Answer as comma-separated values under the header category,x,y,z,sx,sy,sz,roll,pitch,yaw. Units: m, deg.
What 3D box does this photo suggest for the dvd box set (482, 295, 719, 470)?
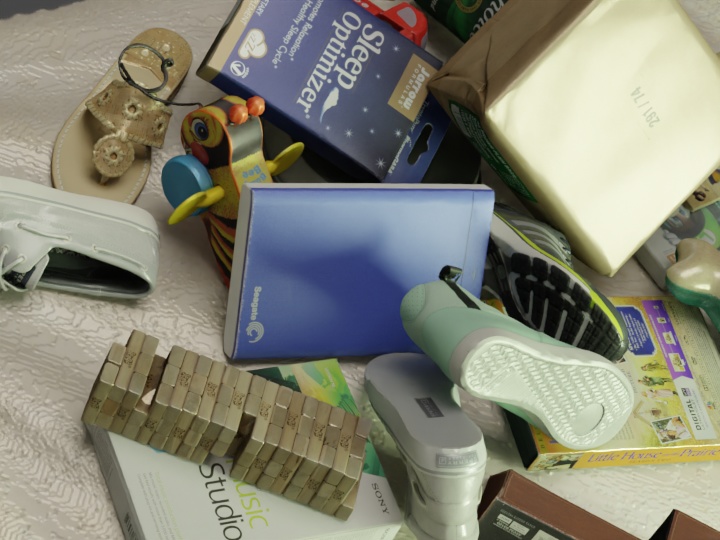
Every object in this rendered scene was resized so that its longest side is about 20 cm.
category,x,y,z,sx,sy,sz,roll,pitch,yaw
dvd box set,0.199,0.087,1.788,0.199,0.029,0.147,-1,54,-26

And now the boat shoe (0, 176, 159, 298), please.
category,x,y,z,sx,sy,sz,roll,pitch,yaw
boat shoe,-0.242,-0.016,1.651,0.199,0.072,0.069,12,48,-27

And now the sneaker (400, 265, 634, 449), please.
category,x,y,z,sx,sy,sz,roll,pitch,yaw
sneaker,0.116,0.061,1.687,0.200,0.074,0.118,27,12,-42

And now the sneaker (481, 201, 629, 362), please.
category,x,y,z,sx,sy,sz,roll,pitch,yaw
sneaker,0.143,0.001,1.762,0.081,0.074,0.200,-12,44,-42

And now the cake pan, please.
category,x,y,z,sx,sy,sz,roll,pitch,yaw
cake pan,0.012,-0.104,1.851,0.200,0.037,0.201,12,50,-15

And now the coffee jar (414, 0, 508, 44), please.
category,x,y,z,sx,sy,sz,roll,pitch,yaw
coffee jar,0.134,-0.213,1.931,0.200,0.104,0.085,49,22,26

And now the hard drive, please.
category,x,y,z,sx,sy,sz,roll,pitch,yaw
hard drive,0.000,0.000,1.707,0.199,0.132,0.025,-1,19,-25

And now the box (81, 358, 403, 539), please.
category,x,y,z,sx,sy,sz,roll,pitch,yaw
box,-0.083,0.141,1.614,0.199,0.036,0.145,-6,57,-30

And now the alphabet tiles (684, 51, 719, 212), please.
category,x,y,z,sx,sy,sz,roll,pitch,yaw
alphabet tiles,0.329,-0.118,1.997,0.200,0.008,0.167,-22,65,-35

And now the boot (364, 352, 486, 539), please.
category,x,y,z,sx,sy,sz,roll,pitch,yaw
boot,0.044,0.135,1.653,0.073,0.096,0.200,-1,20,-8

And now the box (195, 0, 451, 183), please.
category,x,y,z,sx,sy,sz,roll,pitch,yaw
box,-0.017,-0.149,1.779,0.200,0.032,0.121,33,65,-14

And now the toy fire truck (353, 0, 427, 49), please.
category,x,y,z,sx,sy,sz,roll,pitch,yaw
toy fire truck,-0.013,-0.241,1.908,0.200,0.049,0.141,34,38,17

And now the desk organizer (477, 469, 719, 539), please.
category,x,y,z,sx,sy,sz,roll,pitch,yaw
desk organizer,0.182,0.205,1.660,0.200,0.072,0.077,28,45,-3

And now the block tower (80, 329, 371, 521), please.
category,x,y,z,sx,sy,sz,roll,pitch,yaw
block tower,-0.088,0.106,1.579,0.200,0.058,0.054,22,49,-8

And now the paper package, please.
category,x,y,z,sx,sy,sz,roll,pitch,yaw
paper package,0.188,-0.132,1.807,0.191,0.103,0.200,-46,121,-8

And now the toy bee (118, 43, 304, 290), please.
category,x,y,z,sx,sy,sz,roll,pitch,yaw
toy bee,-0.104,-0.081,1.688,0.200,0.109,0.131,47,55,-17

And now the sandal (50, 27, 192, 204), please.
category,x,y,z,sx,sy,sz,roll,pitch,yaw
sandal,-0.179,-0.132,1.763,0.077,0.070,0.212,25,48,-4

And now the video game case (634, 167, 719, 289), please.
category,x,y,z,sx,sy,sz,roll,pitch,yaw
video game case,0.281,-0.085,1.968,0.200,0.023,0.182,-21,65,-35

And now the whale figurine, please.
category,x,y,z,sx,sy,sz,roll,pitch,yaw
whale figurine,0.334,0.049,1.835,0.200,0.104,0.159,24,30,4
